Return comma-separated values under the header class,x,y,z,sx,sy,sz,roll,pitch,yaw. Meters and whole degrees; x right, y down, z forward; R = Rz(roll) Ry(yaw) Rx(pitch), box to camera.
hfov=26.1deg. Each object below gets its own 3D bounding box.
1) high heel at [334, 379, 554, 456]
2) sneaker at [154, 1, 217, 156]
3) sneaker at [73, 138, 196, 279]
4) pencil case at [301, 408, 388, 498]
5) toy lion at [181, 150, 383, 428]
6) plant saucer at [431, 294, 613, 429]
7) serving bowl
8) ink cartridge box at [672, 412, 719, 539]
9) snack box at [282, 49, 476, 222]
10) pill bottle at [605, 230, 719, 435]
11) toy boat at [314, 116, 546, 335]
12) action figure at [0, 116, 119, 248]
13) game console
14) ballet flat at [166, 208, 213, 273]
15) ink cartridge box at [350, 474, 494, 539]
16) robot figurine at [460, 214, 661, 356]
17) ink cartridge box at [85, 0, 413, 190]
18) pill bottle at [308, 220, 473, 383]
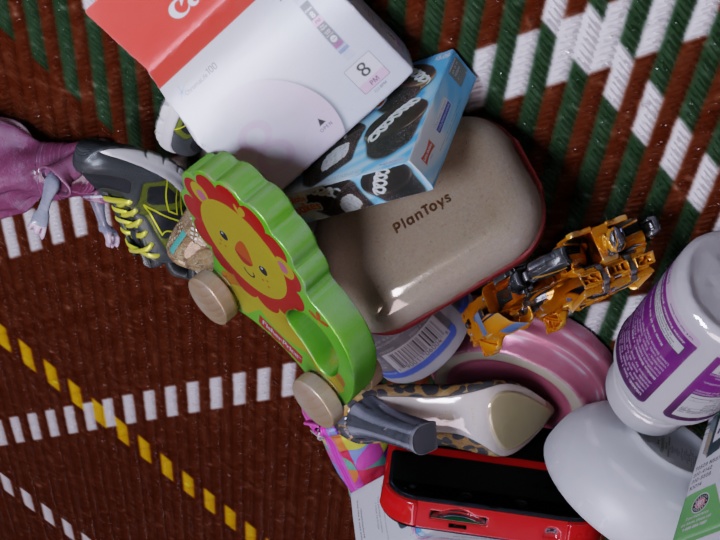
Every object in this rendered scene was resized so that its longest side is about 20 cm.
class,x,y,z,sx,sy,sz,roll,pitch,yaw
high heel,0.073,0.127,1.440,0.198,0.072,0.142,-4,-170,-40
sneaker,-0.112,-0.148,1.268,0.084,0.075,0.200,24,148,-3
sneaker,-0.183,-0.050,1.381,0.074,0.085,0.199,14,168,40
pencil case,-0.003,0.187,1.683,0.087,0.089,0.201,4,144,27
toy lion,-0.063,0.005,1.202,0.200,0.069,0.192,44,156,15
plant saucer,0.149,0.103,1.496,0.198,0.051,0.201,15,147,10
serving bowl,0.267,0.179,1.391,0.198,0.201,0.066,26,115,-5
ink cartridge box,0.355,0.147,1.296,0.084,0.201,0.146,33,145,-12
snack box,-0.008,-0.099,1.236,0.199,0.117,0.037,-13,134,42
pill bottle,0.278,0.061,1.298,0.111,0.113,0.200,23,148,-2
toy boat,0.061,-0.027,1.267,0.199,0.131,0.131,-30,159,12
action figure,-0.289,-0.097,1.462,0.197,0.151,0.134,-3,174,6
game console,0.121,0.188,1.420,0.197,0.177,0.031,8,112,3
ballet flat,-0.110,-0.017,1.400,0.065,0.071,0.199,-42,152,15
ink cartridge box,0.108,0.243,1.621,0.145,0.084,0.199,13,146,-37
robot figurine,0.169,0.011,1.288,0.059,0.144,0.200,67,154,8
ink cartridge box,-0.082,-0.170,1.170,0.162,0.057,0.200,-40,123,17
pill bottle,0.000,0.000,1.378,0.113,0.115,0.200,-14,132,43
